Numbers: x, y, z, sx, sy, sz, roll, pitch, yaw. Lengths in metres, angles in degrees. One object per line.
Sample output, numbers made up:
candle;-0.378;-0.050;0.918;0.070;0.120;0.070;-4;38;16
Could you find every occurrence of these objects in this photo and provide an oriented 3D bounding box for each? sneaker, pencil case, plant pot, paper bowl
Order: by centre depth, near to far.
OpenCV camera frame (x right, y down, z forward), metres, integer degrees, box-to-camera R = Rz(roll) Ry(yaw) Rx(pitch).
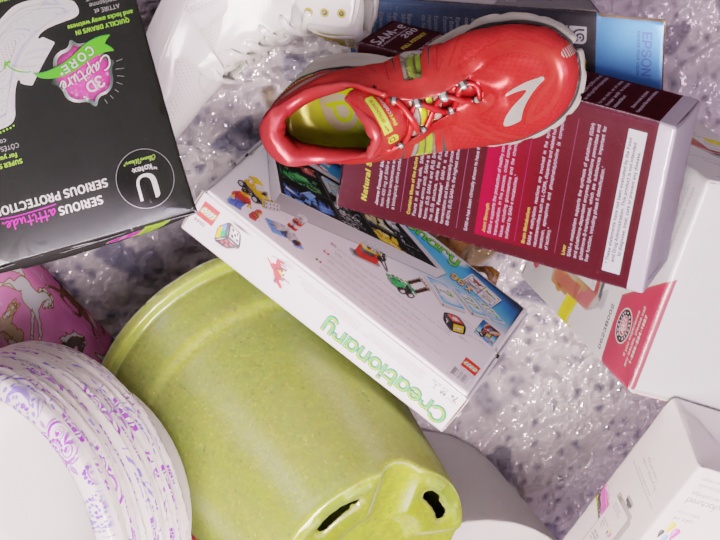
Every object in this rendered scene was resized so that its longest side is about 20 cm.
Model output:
sneaker;0.033;-0.090;1.209;0.199;0.085;0.077;-12;106;29
paper bowl;-0.178;0.141;1.251;0.104;0.200;0.202;-20;123;-49
sneaker;-0.055;-0.147;1.288;0.115;0.074;0.201;31;101;12
plant pot;-0.038;0.118;1.302;0.199;0.184;0.201;-20;134;-22
pencil case;-0.233;0.022;1.314;0.086;0.083;0.200;-38;120;12

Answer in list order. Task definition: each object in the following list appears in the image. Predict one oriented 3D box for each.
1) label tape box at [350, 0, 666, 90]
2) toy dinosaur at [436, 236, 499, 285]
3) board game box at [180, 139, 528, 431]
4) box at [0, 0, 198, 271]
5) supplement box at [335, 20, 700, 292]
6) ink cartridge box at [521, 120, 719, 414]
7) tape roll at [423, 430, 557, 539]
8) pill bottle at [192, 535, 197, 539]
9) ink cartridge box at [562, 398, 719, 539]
label tape box;0.096;-0.104;1.335;0.199;0.063;0.145;7;114;18
toy dinosaur;0.027;0.019;1.426;0.200;0.061;0.106;-34;122;22
board game box;0.000;0.000;1.306;0.200;0.126;0.035;38;121;3
box;-0.185;-0.107;1.205;0.124;0.148;0.201;-15;91;-13
supplement box;0.091;-0.070;1.275;0.199;0.061;0.109;17;116;17
ink cartridge box;0.193;-0.017;1.389;0.083;0.200;0.146;12;107;-21
tape roll;0.043;0.229;1.468;0.201;0.139;0.204;-7;114;-17
pill bottle;-0.156;0.203;1.401;0.199;0.110;0.110;6;109;-23
ink cartridge box;0.198;0.185;1.361;0.116;0.068;0.200;17;124;-24
